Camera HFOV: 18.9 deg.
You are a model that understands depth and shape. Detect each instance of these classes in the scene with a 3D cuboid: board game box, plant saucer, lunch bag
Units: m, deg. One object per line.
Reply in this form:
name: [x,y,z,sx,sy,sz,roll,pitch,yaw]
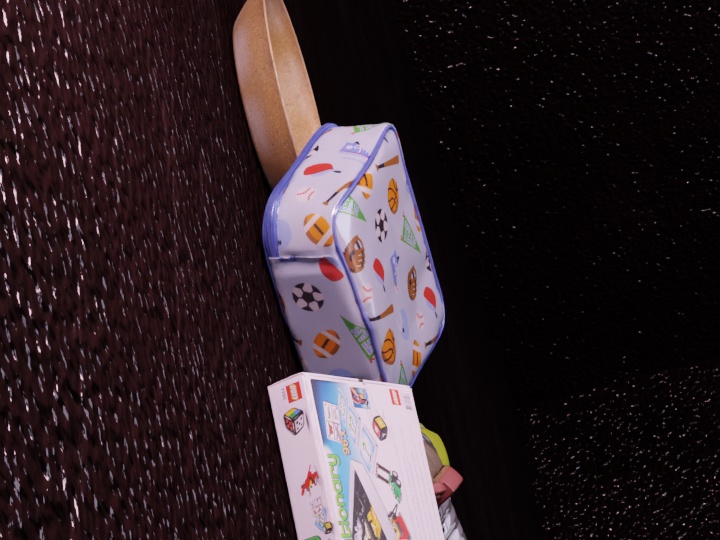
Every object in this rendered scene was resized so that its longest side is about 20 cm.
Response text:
board game box: [0.008,0.170,1.401,0.126,0.034,0.201,12,61,-54]
plant saucer: [-0.062,-0.123,1.654,0.200,0.035,0.202,-14,90,-84]
lunch bag: [0.000,0.000,1.578,0.161,0.075,0.201,-61,144,-50]

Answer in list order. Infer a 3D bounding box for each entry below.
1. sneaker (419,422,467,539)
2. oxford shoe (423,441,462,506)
sneaker: [0.053,0.221,1.825,0.081,0.073,0.201,35,34,-71]
oxford shoe: [0.019,0.155,1.566,0.075,0.070,0.200,48,6,7]
